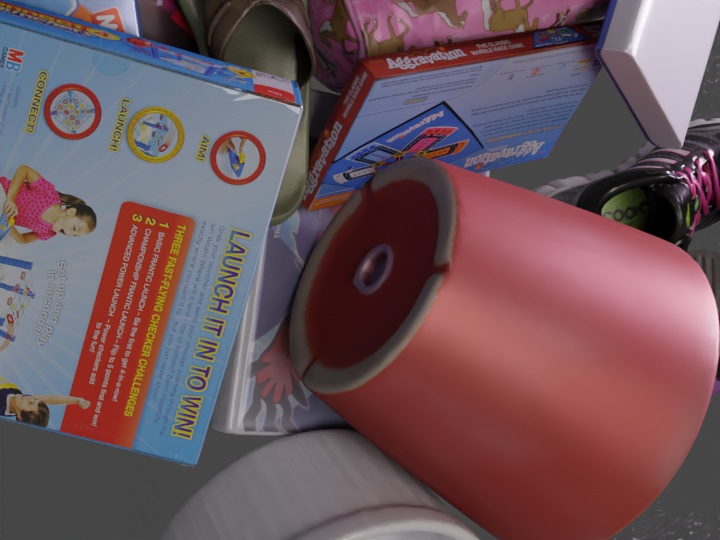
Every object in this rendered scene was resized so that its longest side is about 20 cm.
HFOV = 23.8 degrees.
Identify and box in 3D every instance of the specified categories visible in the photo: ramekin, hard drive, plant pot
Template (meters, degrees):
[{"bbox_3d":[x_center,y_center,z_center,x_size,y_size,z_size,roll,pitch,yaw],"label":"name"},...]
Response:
[{"bbox_3d":[-0.029,0.188,1.005,0.200,0.098,0.201,-17,135,-18],"label":"ramekin"},{"bbox_3d":[0.199,-0.194,1.050,0.132,0.025,0.201,42,63,-57],"label":"hard drive"},{"bbox_3d":[0.070,0.037,0.959,0.177,0.200,0.201,29,88,-29],"label":"plant pot"}]

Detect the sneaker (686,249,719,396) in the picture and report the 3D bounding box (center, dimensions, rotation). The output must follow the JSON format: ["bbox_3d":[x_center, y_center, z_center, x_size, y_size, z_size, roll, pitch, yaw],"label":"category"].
[{"bbox_3d":[0.182,0.084,1.143,0.200,0.073,0.114,-36,145,4],"label":"sneaker"}]

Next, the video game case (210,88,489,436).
[{"bbox_3d":[0.000,0.000,1.019,0.182,0.023,0.201,6,93,-42],"label":"video game case"}]

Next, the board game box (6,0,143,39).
[{"bbox_3d":[-0.208,-0.087,0.876,0.199,0.037,0.152,-7,106,-3],"label":"board game box"}]

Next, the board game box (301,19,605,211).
[{"bbox_3d":[0.059,-0.092,0.991,0.199,0.019,0.103,-15,145,-40],"label":"board game box"}]

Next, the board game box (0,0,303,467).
[{"bbox_3d":[-0.149,-0.022,0.852,0.195,0.056,0.201,15,107,-10],"label":"board game box"}]

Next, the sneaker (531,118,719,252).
[{"bbox_3d":[0.199,-0.043,1.109,0.199,0.087,0.074,-20,110,-23],"label":"sneaker"}]

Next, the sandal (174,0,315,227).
[{"bbox_3d":[-0.053,-0.124,0.913,0.079,0.057,0.202,-12,98,-25],"label":"sandal"}]

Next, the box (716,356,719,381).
[{"bbox_3d":[0.304,-0.004,1.144,0.200,0.049,0.162,-3,107,-60],"label":"box"}]

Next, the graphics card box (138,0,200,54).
[{"bbox_3d":[-0.093,-0.193,0.943,0.125,0.051,0.200,41,81,-29],"label":"graphics card box"}]

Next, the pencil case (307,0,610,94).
[{"bbox_3d":[0.057,-0.165,1.002,0.199,0.086,0.083,-21,96,-25],"label":"pencil case"}]
